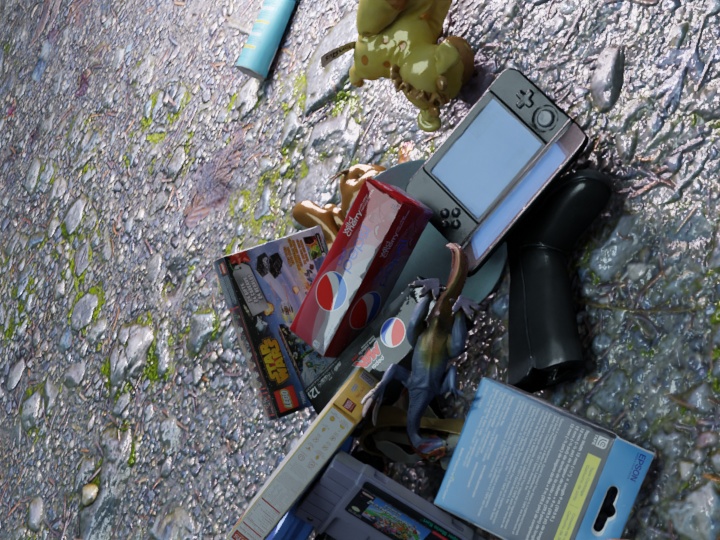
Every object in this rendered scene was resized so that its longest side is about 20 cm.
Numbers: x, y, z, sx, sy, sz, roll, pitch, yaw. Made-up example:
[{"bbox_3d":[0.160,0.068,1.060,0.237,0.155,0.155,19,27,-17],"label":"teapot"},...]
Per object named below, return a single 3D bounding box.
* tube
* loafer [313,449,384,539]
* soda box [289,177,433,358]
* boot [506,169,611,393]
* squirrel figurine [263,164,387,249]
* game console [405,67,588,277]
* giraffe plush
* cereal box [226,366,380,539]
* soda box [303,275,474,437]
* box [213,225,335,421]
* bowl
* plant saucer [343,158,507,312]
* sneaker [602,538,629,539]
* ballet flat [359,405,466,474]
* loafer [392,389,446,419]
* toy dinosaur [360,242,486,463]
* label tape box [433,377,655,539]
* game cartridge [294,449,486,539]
[{"bbox_3d":[-0.132,-0.395,2.295,0.077,0.050,0.202,14,79,47],"label":"tube"},{"bbox_3d":[-0.014,0.312,1.763,0.070,0.068,0.202,22,86,34],"label":"loafer"},{"bbox_3d":[0.000,0.000,1.694,0.063,0.070,0.201,35,104,34],"label":"soda box"},{"bbox_3d":[0.215,0.014,1.593,0.165,0.065,0.202,-44,35,50],"label":"boot"},{"bbox_3d":[0.002,-0.032,1.880,0.187,0.141,0.200,-50,52,8],"label":"squirrel figurine"},{"bbox_3d":[0.147,-0.114,1.661,0.200,0.116,0.176,-48,66,11],"label":"game console"},{"bbox_3d":[0.075,-0.276,1.874,0.200,0.173,0.162,-42,60,-11],"label":"giraffe plush"},{"bbox_3d":[-0.059,0.206,1.610,0.201,0.039,0.144,-53,-2,18],"label":"cereal box"},{"bbox_3d":[0.032,0.100,1.688,0.200,0.071,0.064,-45,58,18],"label":"soda box"},{"bbox_3d":[-0.080,0.062,1.770,0.040,0.136,0.202,-20,88,62],"label":"box"},{"bbox_3d":[-0.058,0.250,1.794,0.202,0.039,0.201,-63,5,9],"label":"bowl"},{"bbox_3d":[0.077,-0.030,1.761,0.198,0.039,0.204,-2,74,7],"label":"plant saucer"},{"bbox_3d":[0.280,0.290,1.348,0.199,0.090,0.076,1,73,51],"label":"sneaker"},{"bbox_3d":[0.087,0.198,1.635,0.198,0.069,0.063,6,32,34],"label":"ballet flat"},{"bbox_3d":[0.065,0.121,1.753,0.069,0.075,0.202,-27,61,24],"label":"loafer"},{"bbox_3d":[0.087,0.104,1.584,0.104,0.200,0.183,20,127,18],"label":"toy dinosaur"},{"bbox_3d":[0.192,0.214,1.516,0.198,0.066,0.145,22,91,27],"label":"label tape box"},{"bbox_3d":[0.036,0.277,1.575,0.039,0.199,0.130,-60,2,-35],"label":"game cartridge"}]
